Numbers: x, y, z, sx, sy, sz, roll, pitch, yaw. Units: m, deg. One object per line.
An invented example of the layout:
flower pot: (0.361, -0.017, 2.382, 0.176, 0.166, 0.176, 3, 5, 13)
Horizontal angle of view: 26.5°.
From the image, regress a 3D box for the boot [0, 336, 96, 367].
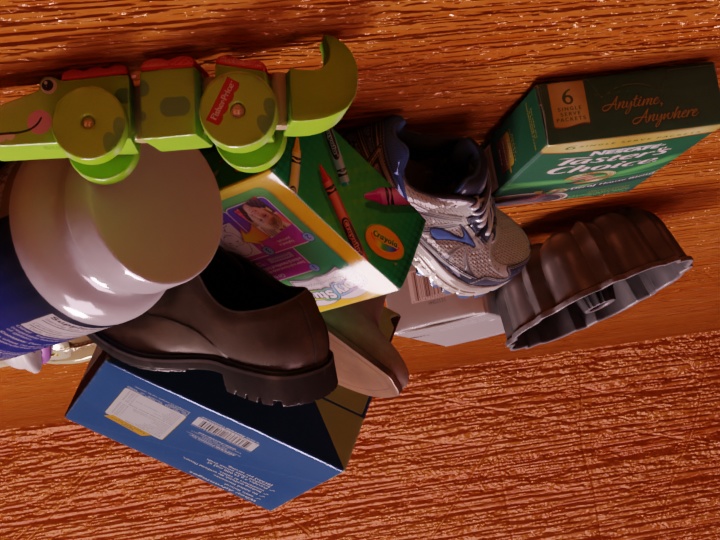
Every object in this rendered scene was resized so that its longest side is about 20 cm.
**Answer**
boot: (-0.305, 0.043, 1.349, 0.198, 0.073, 0.155, -10, 169, 13)

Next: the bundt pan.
bundt pan: (0.219, 0.002, 1.496, 0.201, 0.076, 0.202, -23, 166, -6)

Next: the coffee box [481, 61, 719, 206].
coffee box: (0.154, -0.087, 1.037, 0.122, 0.044, 0.200, -7, 172, -10)

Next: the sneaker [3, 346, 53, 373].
sneaker: (-0.268, 0.025, 1.090, 0.099, 0.076, 0.200, 3, -171, -17)

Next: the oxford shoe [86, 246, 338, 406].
oxford shoe: (-0.099, 0.020, 0.949, 0.199, 0.085, 0.073, 8, -155, 34)

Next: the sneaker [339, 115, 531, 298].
sneaker: (0.060, -0.044, 1.021, 0.085, 0.078, 0.199, -30, 143, 33)

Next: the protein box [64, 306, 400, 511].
protein box: (-0.106, 0.078, 1.215, 0.198, 0.136, 0.200, 26, 157, -10)

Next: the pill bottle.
pill bottle: (-0.179, -0.017, 0.910, 0.199, 0.117, 0.115, -17, 168, 43)

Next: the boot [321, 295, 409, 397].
boot: (0.000, 0.000, 1.068, 0.199, 0.071, 0.146, 25, -123, 40)

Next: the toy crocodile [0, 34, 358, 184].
toy crocodile: (-0.099, -0.083, 0.781, 0.198, 0.062, 0.068, -5, 172, 3)

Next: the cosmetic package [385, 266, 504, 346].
cosmetic package: (0.101, 0.024, 1.587, 0.106, 0.091, 0.200, -14, 167, 18)

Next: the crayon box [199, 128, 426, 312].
crayon box: (-0.072, -0.024, 0.972, 0.199, 0.059, 0.119, -16, 132, 43)
